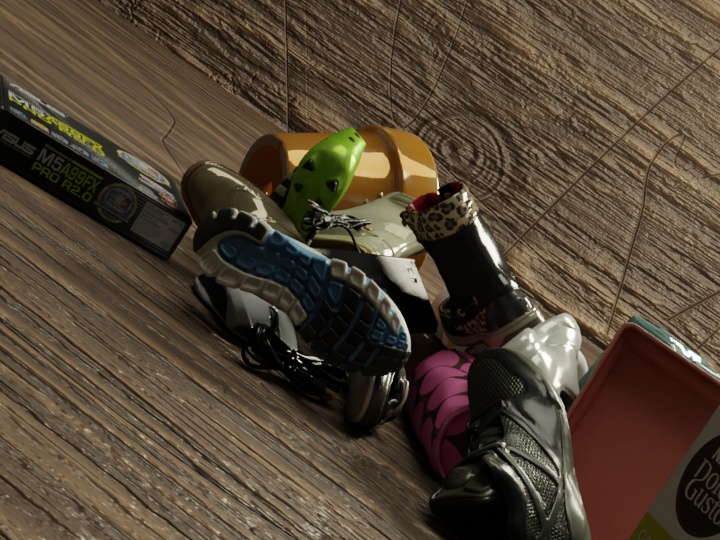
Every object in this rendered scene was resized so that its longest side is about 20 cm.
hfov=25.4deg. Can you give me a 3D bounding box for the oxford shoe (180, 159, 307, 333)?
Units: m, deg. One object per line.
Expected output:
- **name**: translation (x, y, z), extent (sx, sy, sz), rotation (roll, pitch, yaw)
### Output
- **oxford shoe**: translation (-0.078, -0.021, 1.422), extent (0.200, 0.071, 0.075), rotation (45, -10, -12)

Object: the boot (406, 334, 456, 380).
- **boot**: translation (0.045, 0.072, 1.587), extent (0.166, 0.073, 0.200), rotation (32, 16, 7)

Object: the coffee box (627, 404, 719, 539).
- **coffee box**: translation (0.312, 0.246, 1.109), extent (0.199, 0.199, 0.200), rotation (31, 7, -25)

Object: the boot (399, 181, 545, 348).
- **boot**: translation (0.094, -0.005, 1.513), extent (0.151, 0.073, 0.200), rotation (60, -7, -9)

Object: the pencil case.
- **pencil case**: translation (0.095, 0.129, 1.384), extent (0.093, 0.091, 0.200), rotation (35, 9, -10)

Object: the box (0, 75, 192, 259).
- **box**: translation (-0.255, -0.097, 1.465), extent (0.199, 0.044, 0.160), rotation (32, 8, -19)

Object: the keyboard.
- **keyboard**: translation (0.000, 0.000, 1.442), extent (0.199, 0.020, 0.128), rotation (7, 59, -60)

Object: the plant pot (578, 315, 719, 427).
- **plant pot**: translation (0.252, 0.160, 1.436), extent (0.199, 0.197, 0.200), rotation (32, 6, -4)

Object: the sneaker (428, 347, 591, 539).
- **sneaker**: translation (0.102, 0.135, 1.200), extent (0.114, 0.076, 0.201), rotation (23, 45, -38)

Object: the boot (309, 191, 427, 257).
- **boot**: translation (-0.027, -0.036, 1.611), extent (0.199, 0.073, 0.154), rotation (11, 25, 35)

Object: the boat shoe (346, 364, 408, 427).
- **boat shoe**: translation (0.020, 0.091, 1.343), extent (0.056, 0.067, 0.200), rotation (17, 6, -5)

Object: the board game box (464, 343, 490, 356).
- **board game box**: translation (0.178, 0.152, 1.600), extent (0.120, 0.032, 0.200), rotation (49, -3, 39)

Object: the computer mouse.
- **computer mouse**: translation (-0.084, 0.038, 1.342), extent (0.109, 0.044, 0.200), rotation (28, 9, -35)

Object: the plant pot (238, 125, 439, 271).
- **plant pot**: translation (-0.039, -0.078, 1.843), extent (0.182, 0.202, 0.200), rotation (10, 19, -32)

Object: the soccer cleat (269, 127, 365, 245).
- **soccer cleat**: translation (-0.059, -0.056, 1.504), extent (0.067, 0.200, 0.081), rotation (43, 39, -1)

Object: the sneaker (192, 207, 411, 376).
- **sneaker**: translation (-0.036, 0.015, 1.285), extent (0.199, 0.075, 0.087), rotation (35, 6, 17)

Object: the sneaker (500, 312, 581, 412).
- **sneaker**: translation (0.163, 0.095, 1.388), extent (0.089, 0.075, 0.200), rotation (53, 19, 8)

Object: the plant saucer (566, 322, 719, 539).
- **plant saucer**: translation (0.246, 0.179, 1.321), extent (0.199, 0.200, 0.037), rotation (34, -9, 0)

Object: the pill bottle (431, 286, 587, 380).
- **pill bottle**: translation (0.165, 0.092, 1.857), extent (0.112, 0.113, 0.200), rotation (28, 9, -41)
